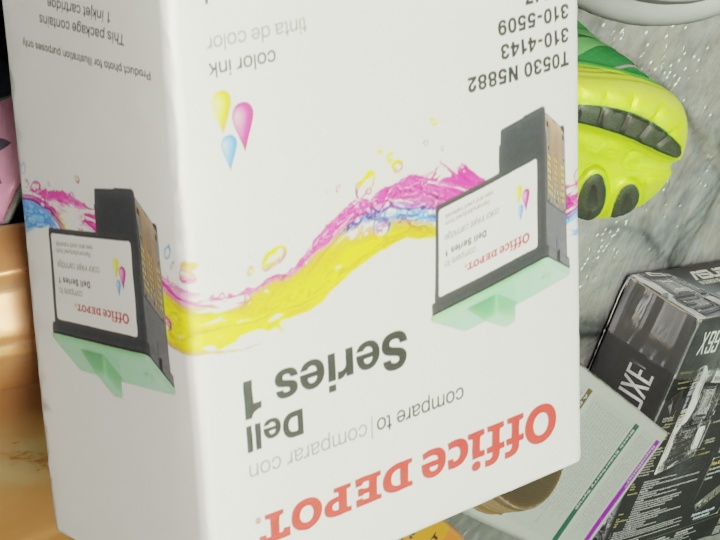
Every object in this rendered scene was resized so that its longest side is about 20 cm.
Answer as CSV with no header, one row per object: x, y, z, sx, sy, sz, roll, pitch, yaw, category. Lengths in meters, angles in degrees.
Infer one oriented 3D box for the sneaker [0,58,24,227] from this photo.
-0.082,-0.017,0.682,0.199,0.082,0.071,17,104,-56,sneaker

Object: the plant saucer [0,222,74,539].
-0.121,0.055,0.664,0.199,0.033,0.201,-18,152,-10,plant saucer

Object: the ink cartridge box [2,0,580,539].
-0.014,-0.026,0.585,0.144,0.084,0.202,-18,114,-37,ink cartridge box

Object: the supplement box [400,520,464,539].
-0.031,0.091,0.860,0.067,0.069,0.200,-54,145,-5,supplement box

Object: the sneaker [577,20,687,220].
0.022,-0.076,0.746,0.199,0.084,0.074,23,110,-26,sneaker

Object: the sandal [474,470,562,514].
-0.003,0.003,0.787,0.078,0.069,0.213,-41,107,-41,sandal

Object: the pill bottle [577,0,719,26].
0.094,-0.138,0.688,0.114,0.113,0.200,-60,-178,9,pill bottle

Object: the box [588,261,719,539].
0.187,0.073,1.134,0.199,0.050,0.159,-8,125,-49,box

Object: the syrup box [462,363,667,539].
0.061,0.064,0.920,0.082,0.079,0.200,-54,154,0,syrup box
